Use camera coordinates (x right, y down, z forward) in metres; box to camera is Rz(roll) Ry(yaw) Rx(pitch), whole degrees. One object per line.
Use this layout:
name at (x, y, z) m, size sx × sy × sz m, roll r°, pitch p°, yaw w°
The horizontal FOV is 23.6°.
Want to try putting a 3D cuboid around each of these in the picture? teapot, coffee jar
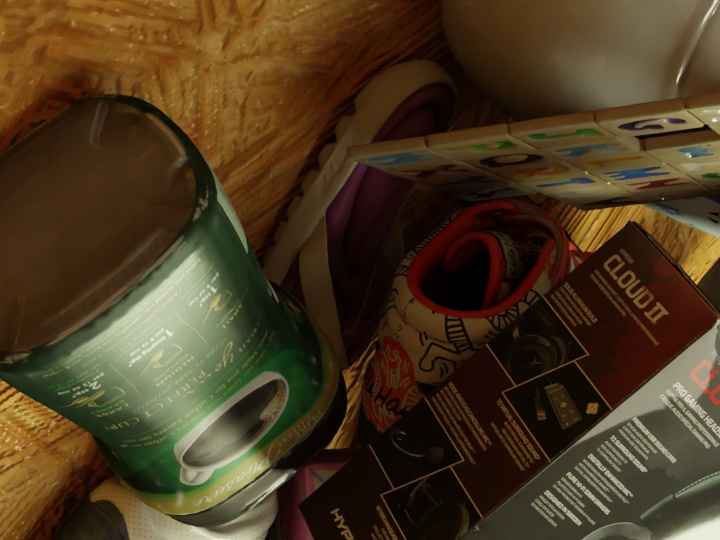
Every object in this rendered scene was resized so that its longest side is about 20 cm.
teapot at (0.142, -0.120, 0.728) m, size 0.200 × 0.146 × 0.197 m, roll -33°, pitch 148°, yaw -30°
coffee jar at (-0.075, 0.025, 0.655) m, size 0.104 × 0.085 × 0.200 m, roll -39°, pitch 150°, yaw -5°

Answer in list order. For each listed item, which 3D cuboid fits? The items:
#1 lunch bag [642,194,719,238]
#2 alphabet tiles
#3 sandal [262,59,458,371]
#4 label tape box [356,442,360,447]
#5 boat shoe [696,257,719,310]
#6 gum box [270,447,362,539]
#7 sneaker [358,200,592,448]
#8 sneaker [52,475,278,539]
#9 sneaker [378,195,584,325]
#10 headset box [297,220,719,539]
lunch bag at (0.242, -0.056, 0.914) m, size 0.200 × 0.170 × 0.124 m, roll -9°, pitch 119°, yaw -50°
alphabet tiles at (0.111, -0.045, 0.723) m, size 0.200 × 0.167 × 0.008 m, roll 13°, pitch 72°, yaw -65°
sandal at (-0.005, 0.002, 0.767) m, size 0.082 × 0.050 × 0.203 m, roll -16°, pitch 138°, yaw -45°
label tape box at (0.068, 0.127, 1.010) m, size 0.200 × 0.066 × 0.143 m, roll -14°, pitch 136°, yaw -45°
boat shoe at (0.182, 0.060, 0.906) m, size 0.060 × 0.072 × 0.202 m, roll 14°, pitch 145°, yaw -13°
gum box at (0.062, 0.117, 0.835) m, size 0.200 × 0.066 × 0.113 m, roll -2°, pitch 177°, yaw -12°
sneaker at (0.090, 0.013, 0.770) m, size 0.201 × 0.067 × 0.108 m, roll -22°, pitch 140°, yaw -31°
sneaker at (-0.068, 0.145, 0.818) m, size 0.146 × 0.081 × 0.200 m, roll -48°, pitch 147°, yaw 6°
sneaker at (0.078, 0.028, 0.904) m, size 0.108 × 0.067 × 0.201 m, roll -50°, pitch 149°, yaw 3°
headset box at (0.101, 0.089, 0.703) m, size 0.200 × 0.077 × 0.149 m, roll -40°, pitch 129°, yaw 7°
